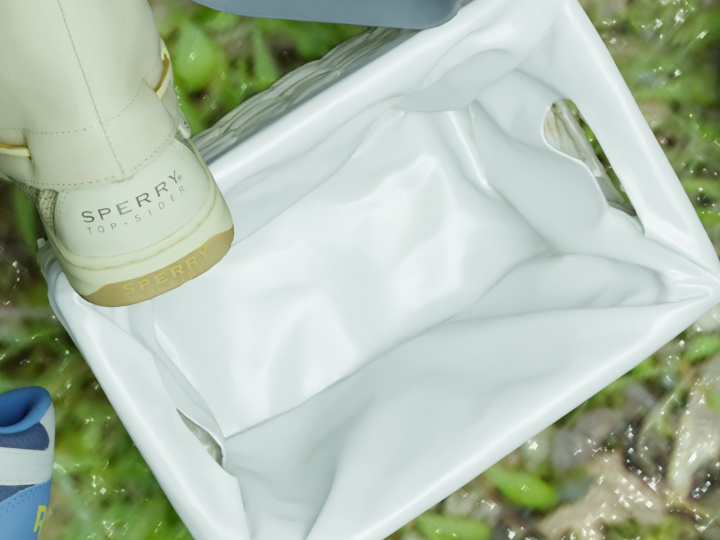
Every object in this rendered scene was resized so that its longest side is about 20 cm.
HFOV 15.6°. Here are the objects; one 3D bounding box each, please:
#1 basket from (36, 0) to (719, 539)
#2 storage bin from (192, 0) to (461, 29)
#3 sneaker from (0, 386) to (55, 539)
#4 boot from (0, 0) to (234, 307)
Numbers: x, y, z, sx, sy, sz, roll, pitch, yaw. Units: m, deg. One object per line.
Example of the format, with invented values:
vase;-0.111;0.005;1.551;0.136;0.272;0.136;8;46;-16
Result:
basket;0.000;0.000;0.910;0.200;0.123;0.136;-33;102;-8
storage bin;-0.038;-0.187;0.821;0.200;0.145;0.135;49;56;-49
sneaker;-0.188;0.049;0.884;0.200;0.074;0.083;25;85;-36
boot;-0.112;-0.095;0.817;0.073;0.200;0.156;-26;125;-8
